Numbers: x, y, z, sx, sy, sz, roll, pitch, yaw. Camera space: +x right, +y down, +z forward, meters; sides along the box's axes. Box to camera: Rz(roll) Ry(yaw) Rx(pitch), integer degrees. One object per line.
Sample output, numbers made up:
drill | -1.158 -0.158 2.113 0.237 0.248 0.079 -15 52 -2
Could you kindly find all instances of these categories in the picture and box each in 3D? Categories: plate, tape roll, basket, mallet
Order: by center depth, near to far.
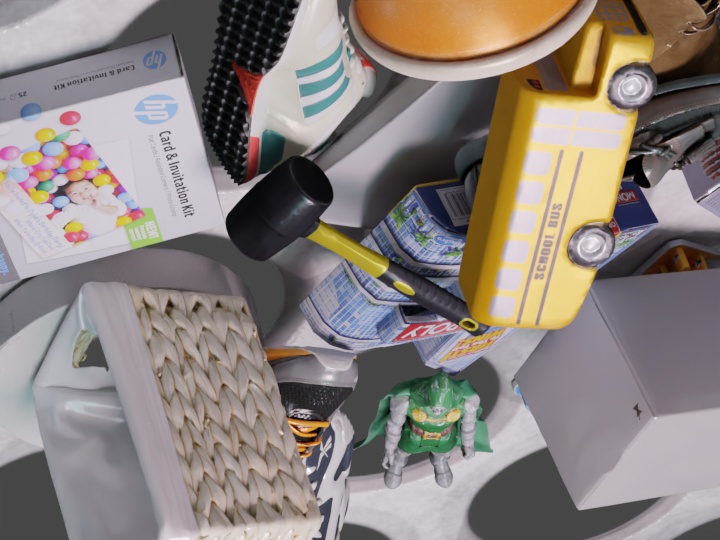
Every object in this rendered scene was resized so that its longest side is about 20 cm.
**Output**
mallet | 0.000 0.000 1.399 0.066 0.041 0.200 -32 132 25
plate | 0.068 -0.092 1.421 0.199 0.032 0.199 -39 155 28
basket | -0.121 0.121 1.468 0.123 0.201 0.136 -1 144 -31
tape roll | -0.167 0.058 1.562 0.201 0.037 0.203 -10 145 -7

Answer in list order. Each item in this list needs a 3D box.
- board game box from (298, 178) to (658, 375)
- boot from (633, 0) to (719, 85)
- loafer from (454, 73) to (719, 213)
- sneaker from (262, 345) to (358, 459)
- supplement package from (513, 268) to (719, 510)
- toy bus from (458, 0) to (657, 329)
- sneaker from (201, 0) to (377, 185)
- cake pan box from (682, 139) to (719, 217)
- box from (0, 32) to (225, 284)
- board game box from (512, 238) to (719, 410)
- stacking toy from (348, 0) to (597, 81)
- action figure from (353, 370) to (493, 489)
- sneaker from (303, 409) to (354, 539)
board game box | 0.067 0.009 1.525 0.199 0.062 0.200 -11 155 -41
boot | 0.191 -0.156 1.360 0.074 0.075 0.200 -61 144 -11
loafer | 0.161 -0.068 1.408 0.198 0.063 0.072 -15 159 2
sneaker | -0.058 0.111 1.553 0.078 0.078 0.200 10 149 -26
supplement package | 0.236 0.080 1.611 0.199 0.120 0.121 -5 146 -32
toy bus | 0.116 -0.065 1.327 0.078 0.065 0.201 4 122 -11
sneaker | -0.032 -0.135 1.335 0.093 0.071 0.200 -17 148 -28
cake pan box | 0.349 -0.086 1.560 0.200 0.053 0.184 -37 142 27
box | -0.194 -0.060 1.384 0.198 0.041 0.156 -15 146 -3
board game box | 0.251 0.063 1.746 0.199 0.026 0.200 14 135 -36
stacking toy | 0.047 -0.217 1.212 0.145 0.147 0.201 -16 130 0
action figure | 0.050 0.116 1.660 0.117 0.055 0.200 -3 159 -4
sneaker | -0.053 0.184 1.687 0.079 0.130 0.200 9 148 3
